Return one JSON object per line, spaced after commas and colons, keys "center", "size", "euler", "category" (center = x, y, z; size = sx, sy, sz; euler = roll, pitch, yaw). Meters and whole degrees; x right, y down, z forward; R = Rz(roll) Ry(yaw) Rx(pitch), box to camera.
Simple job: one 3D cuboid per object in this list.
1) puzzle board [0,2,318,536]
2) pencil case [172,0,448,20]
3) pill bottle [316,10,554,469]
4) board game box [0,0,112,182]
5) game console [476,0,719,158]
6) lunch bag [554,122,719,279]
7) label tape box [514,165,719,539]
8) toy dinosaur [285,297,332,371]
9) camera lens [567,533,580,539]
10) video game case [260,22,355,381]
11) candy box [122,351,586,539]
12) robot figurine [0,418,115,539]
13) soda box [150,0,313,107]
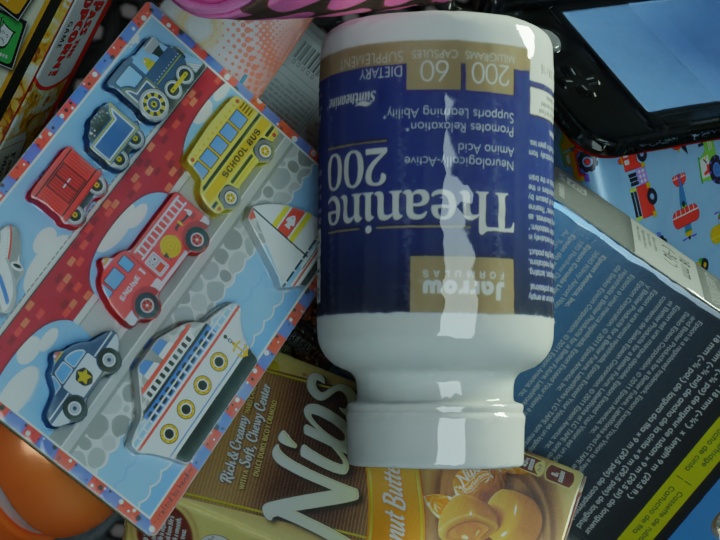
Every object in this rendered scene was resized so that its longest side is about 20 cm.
{"center": [-0.096, -0.004, 0.732], "size": [0.151, 0.017, 0.200], "euler": [40, 66, -15], "category": "puzzle board"}
{"center": [-0.015, -0.166, 0.735], "size": [0.090, 0.200, 0.094], "euler": [-27, 85, 29], "category": "pencil case"}
{"center": [0.035, -0.011, 0.738], "size": [0.110, 0.111, 0.201], "euler": [2, 85, -18], "category": "pill bottle"}
{"center": [-0.216, -0.112, 0.762], "size": [0.151, 0.046, 0.201], "euler": [33, 106, 6], "category": "board game box"}
{"center": [0.171, -0.167, 0.850], "size": [0.199, 0.173, 0.119], "euler": [-12, 140, -29], "category": "game console"}
{"center": [0.183, -0.042, 0.937], "size": [0.199, 0.094, 0.152], "euler": [-19, 100, -34], "category": "lunch bag"}
{"center": [0.137, 0.064, 0.828], "size": [0.199, 0.063, 0.145], "euler": [34, 109, -6], "category": "label tape box"}
{"center": [0.000, 0.000, 0.872], "size": [0.199, 0.102, 0.137], "euler": [5, 109, -39], "category": "toy dinosaur"}
{"center": [0.026, 0.195, 0.868], "size": [0.199, 0.160, 0.161], "euler": [2, 94, -18], "category": "camera lens"}
{"center": [-0.020, -0.014, 0.909], "size": [0.200, 0.024, 0.182], "euler": [40, 82, -18], "category": "video game case"}
{"center": [-0.001, 0.117, 0.776], "size": [0.199, 0.116, 0.056], "euler": [22, 131, 6], "category": "candy box"}
{"center": [-0.190, 0.083, 0.790], "size": [0.199, 0.117, 0.144], "euler": [-13, 143, 20], "category": "robot figurine"}
{"center": [-0.103, -0.073, 0.809], "size": [0.068, 0.064, 0.200], "euler": [33, 101, -11], "category": "soda box"}
